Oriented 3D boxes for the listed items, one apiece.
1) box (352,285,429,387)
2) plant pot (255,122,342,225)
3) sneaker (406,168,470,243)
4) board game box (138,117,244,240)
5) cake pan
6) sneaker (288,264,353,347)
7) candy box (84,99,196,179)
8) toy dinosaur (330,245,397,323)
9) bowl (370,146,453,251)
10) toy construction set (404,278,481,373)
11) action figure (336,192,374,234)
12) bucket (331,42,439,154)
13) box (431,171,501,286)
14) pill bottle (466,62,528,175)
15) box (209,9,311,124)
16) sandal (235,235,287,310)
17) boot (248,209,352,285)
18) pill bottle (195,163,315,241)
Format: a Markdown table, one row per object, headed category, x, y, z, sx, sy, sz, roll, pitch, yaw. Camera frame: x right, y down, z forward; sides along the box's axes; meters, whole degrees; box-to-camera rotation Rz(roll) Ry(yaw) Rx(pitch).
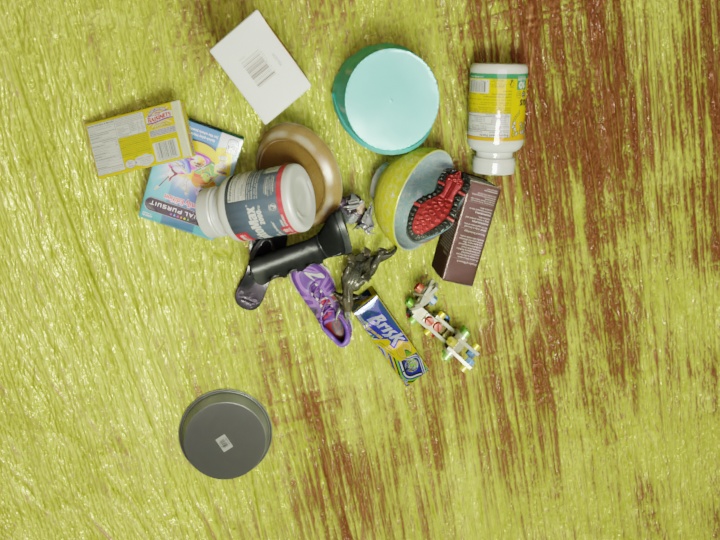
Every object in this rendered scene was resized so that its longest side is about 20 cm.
| category | x | y | z | sx | sy | sz | roll | pitch | yaw |
| --- | --- | --- | --- | --- | --- | --- | --- | --- | --- |
| box | 0.058 | 0.134 | 1.648 | 0.064 | 0.070 | 0.201 | -36 | 107 | 1 |
| plant pot | -0.122 | -0.172 | 1.498 | 0.197 | 0.027 | 0.204 | 17 | 124 | 27 |
| sneaker | 0.143 | -0.098 | 1.483 | 0.078 | 0.200 | 0.097 | 30 | 138 | 14 |
| board game box | -0.319 | -0.178 | 1.525 | 0.148 | 0.047 | 0.204 | 17 | 102 | -11 |
| cake pan | -0.281 | 0.348 | 1.679 | 0.195 | 0.037 | 0.205 | -2 | 106 | -7 |
| sneaker | -0.070 | 0.064 | 1.605 | 0.080 | 0.084 | 0.202 | -33 | 106 | 2 |
| candy box | -0.403 | -0.238 | 1.472 | 0.195 | 0.026 | 0.105 | -10 | 95 | 14 |
| toy dinosaur | 0.000 | 0.000 | 1.586 | 0.076 | 0.102 | 0.201 | 36 | 54 | -4 |
| bowl | 0.083 | -0.151 | 1.543 | 0.106 | 0.199 | 0.204 | 26 | 104 | 30 |
| toy construction set | 0.155 | 0.107 | 1.621 | 0.091 | 0.131 | 0.202 | -35 | 107 | 3 |
| action figure | -0.049 | -0.134 | 1.545 | 0.199 | 0.130 | 0.070 | 40 | 59 | -2 |
| bucket | 0.050 | -0.317 | 1.489 | 0.202 | 0.135 | 0.212 | -2 | 106 | -5 |
| box | 0.207 | -0.082 | 1.593 | 0.073 | 0.100 | 0.204 | 13 | 104 | -12 |
| pill bottle | 0.259 | -0.289 | 1.537 | 0.110 | 0.113 | 0.205 | -1 | 105 | -7 |
| box | -0.172 | -0.359 | 1.414 | 0.106 | 0.200 | 0.153 | -37 | 107 | 5 |
| sandal | -0.193 | -0.015 | 1.588 | 0.074 | 0.043 | 0.204 | 14 | 103 | -11 |
| boot | -0.116 | -0.039 | 1.497 | 0.195 | 0.165 | 0.067 | -16 | 71 | -2 |
| pill bottle | -0.190 | -0.116 | 1.450 | 0.196 | 0.120 | 0.122 | -8 | 108 | 21 |
